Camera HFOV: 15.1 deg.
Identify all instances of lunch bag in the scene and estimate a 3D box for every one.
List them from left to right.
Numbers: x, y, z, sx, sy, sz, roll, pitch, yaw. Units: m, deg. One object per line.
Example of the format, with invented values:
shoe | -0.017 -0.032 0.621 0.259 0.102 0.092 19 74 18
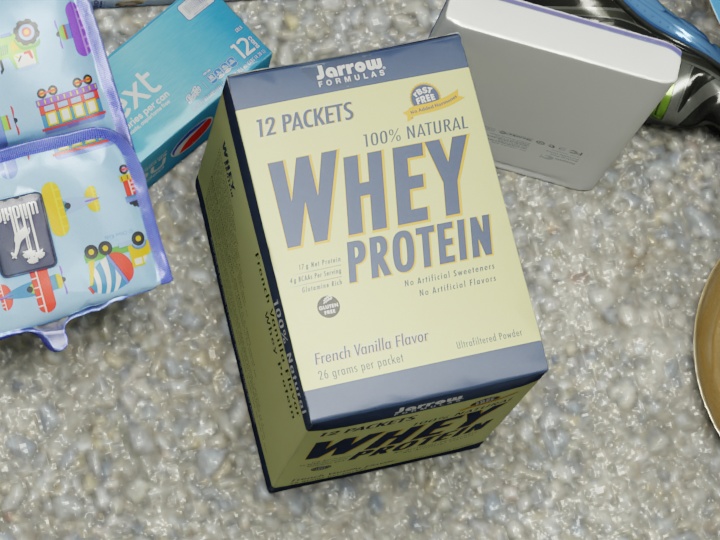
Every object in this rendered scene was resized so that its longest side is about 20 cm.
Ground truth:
lunch bag | -0.201 -0.048 1.512 0.150 0.094 0.200 -18 86 -12

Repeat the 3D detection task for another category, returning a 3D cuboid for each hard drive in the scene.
hard drive | 0.096 -0.102 1.574 0.132 0.200 0.025 15 73 -4

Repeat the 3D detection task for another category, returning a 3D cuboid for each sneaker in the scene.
sneaker | 0.180 -0.116 1.669 0.199 0.071 0.083 37 95 0

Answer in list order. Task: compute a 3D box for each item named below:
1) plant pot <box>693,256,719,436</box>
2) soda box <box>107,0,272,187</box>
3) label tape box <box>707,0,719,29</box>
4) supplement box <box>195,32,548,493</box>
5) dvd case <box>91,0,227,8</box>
plant pot | 0.295 0.054 1.653 0.199 0.027 0.201 2 73 -8
soda box | -0.147 -0.078 1.599 0.200 0.068 0.064 -40 82 -17
label tape box | 0.282 -0.173 1.675 0.200 0.063 0.145 -17 77 -25
supplement box | 0.000 0.000 1.531 0.134 0.200 0.201 -12 77 -11
dvd case | -0.083 -0.235 1.679 0.199 0.018 0.143 -4 76 -10
